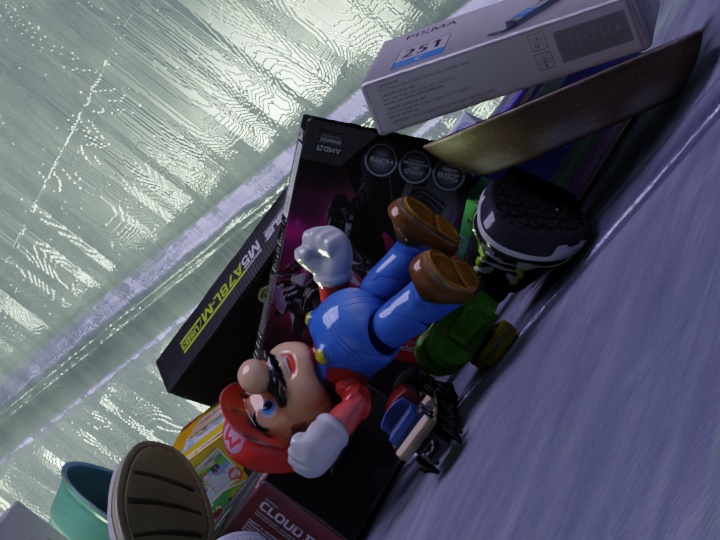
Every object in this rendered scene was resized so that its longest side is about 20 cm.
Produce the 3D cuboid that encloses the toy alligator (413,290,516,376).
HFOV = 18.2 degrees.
[{"bbox_3d":[0.055,0.044,1.464,0.054,0.059,0.200,-52,3,-7],"label":"toy alligator"}]

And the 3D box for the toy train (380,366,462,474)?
[{"bbox_3d":[0.037,0.087,1.382,0.034,0.046,0.200,-53,2,6],"label":"toy train"}]

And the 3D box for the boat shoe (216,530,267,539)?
[{"bbox_3d":[-0.091,0.247,1.305,0.067,0.073,0.201,57,138,47],"label":"boat shoe"}]

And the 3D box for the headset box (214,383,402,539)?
[{"bbox_3d":[-0.049,0.170,1.525,0.200,0.077,0.149,-54,2,36],"label":"headset box"}]

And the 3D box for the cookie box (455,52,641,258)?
[{"bbox_3d":[0.123,-0.074,1.684,0.172,0.075,0.200,-55,3,-26],"label":"cookie box"}]

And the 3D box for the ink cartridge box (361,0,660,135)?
[{"bbox_3d":[0.111,-0.170,1.575,0.198,0.045,0.176,-17,20,19],"label":"ink cartridge box"}]

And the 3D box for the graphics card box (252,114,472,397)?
[{"bbox_3d":[0.000,0.000,1.580,0.051,0.124,0.202,-128,50,-81],"label":"graphics card box"}]

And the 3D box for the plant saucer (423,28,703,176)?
[{"bbox_3d":[0.139,-0.105,1.479,0.199,0.037,0.200,-24,3,1],"label":"plant saucer"}]

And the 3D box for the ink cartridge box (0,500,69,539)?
[{"bbox_3d":[-0.200,0.273,1.492,0.145,0.199,0.084,-51,3,34],"label":"ink cartridge box"}]

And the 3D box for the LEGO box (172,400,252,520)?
[{"bbox_3d":[-0.049,0.113,1.706,0.199,0.077,0.149,-37,7,11],"label":"LEGO box"}]

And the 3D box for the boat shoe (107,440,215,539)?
[{"bbox_3d":[-0.133,0.203,1.440,0.069,0.074,0.201,-54,34,38],"label":"boat shoe"}]

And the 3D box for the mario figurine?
[{"bbox_3d":[-0.024,0.046,1.387,0.200,0.106,0.124,-48,3,21],"label":"mario figurine"}]

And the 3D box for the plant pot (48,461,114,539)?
[{"bbox_3d":[-0.275,0.338,2.393,0.197,0.199,0.200,-60,1,6],"label":"plant pot"}]

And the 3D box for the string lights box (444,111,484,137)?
[{"bbox_3d":[0.068,-0.030,1.896,0.201,0.059,0.103,-53,-27,11],"label":"string lights box"}]

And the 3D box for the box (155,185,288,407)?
[{"bbox_3d":[-0.032,0.043,1.799,0.194,0.199,0.048,-53,40,19],"label":"box"}]

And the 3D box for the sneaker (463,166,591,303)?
[{"bbox_3d":[0.103,-0.011,1.441,0.083,0.071,0.200,-65,-6,10],"label":"sneaker"}]
